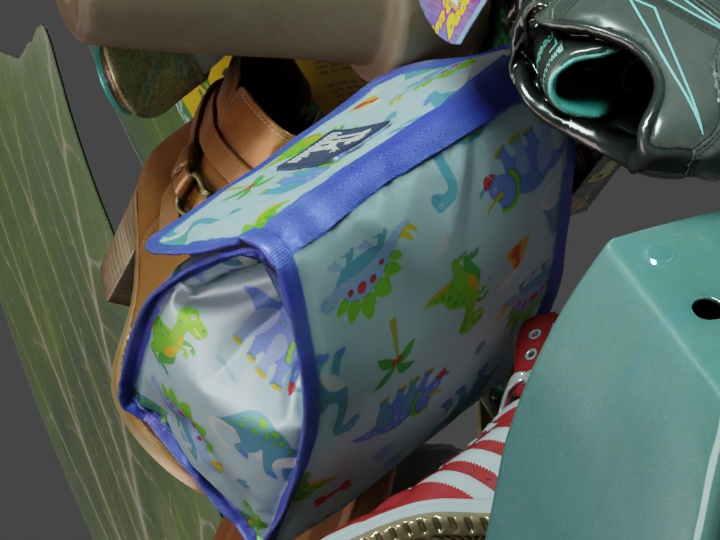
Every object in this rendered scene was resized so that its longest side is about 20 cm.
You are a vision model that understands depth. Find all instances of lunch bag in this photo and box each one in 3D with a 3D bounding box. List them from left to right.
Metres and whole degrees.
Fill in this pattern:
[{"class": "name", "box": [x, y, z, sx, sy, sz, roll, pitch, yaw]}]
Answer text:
[{"class": "lunch bag", "box": [0.000, 0.000, 1.081, 0.127, 0.170, 0.200, 46, 150, 12]}]

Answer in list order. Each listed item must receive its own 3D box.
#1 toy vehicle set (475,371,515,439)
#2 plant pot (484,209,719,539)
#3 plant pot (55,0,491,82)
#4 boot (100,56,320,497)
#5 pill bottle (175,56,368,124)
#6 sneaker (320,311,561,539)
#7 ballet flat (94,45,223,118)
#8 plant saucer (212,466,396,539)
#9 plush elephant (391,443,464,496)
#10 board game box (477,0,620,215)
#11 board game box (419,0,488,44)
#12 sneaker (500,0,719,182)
[{"class": "toy vehicle set", "box": [0.108, 0.109, 1.253, 0.125, 0.026, 0.200, 84, 161, -43]}, {"class": "plant pot", "box": [0.134, 0.080, 0.899, 0.142, 0.140, 0.201, -124, 27, -45]}, {"class": "plant pot", "box": [-0.052, -0.173, 1.141, 0.200, 0.173, 0.202, 170, 90, -76]}, {"class": "boot", "box": [-0.055, -0.002, 1.224, 0.156, 0.076, 0.201, -56, 33, 30]}, {"class": "pill bottle", "box": [-0.017, -0.058, 1.332, 0.113, 0.112, 0.200, 84, 162, -44]}, {"class": "sneaker", "box": [0.055, 0.086, 1.081, 0.113, 0.199, 0.072, -116, 9, -55]}, {"class": "ballet flat", "box": [-0.080, -0.131, 1.257, 0.200, 0.070, 0.071, -72, -31, -68]}, {"class": "plant saucer", "box": [-0.041, 0.141, 1.220, 0.201, 0.032, 0.201, -59, 14, 25]}, {"class": "plush elephant", "box": [0.032, 0.176, 1.226, 0.155, 0.165, 0.200, 37, 154, -16]}, {"class": "board game box", "box": [0.089, -0.098, 1.061, 0.200, 0.023, 0.105, 118, 133, -71]}, {"class": "board game box", "box": [0.035, -0.182, 0.930, 0.200, 0.039, 0.159, 121, 151, -53]}, {"class": "sneaker", "box": [0.084, -0.097, 0.913, 0.200, 0.079, 0.076, 48, 142, 42]}]
